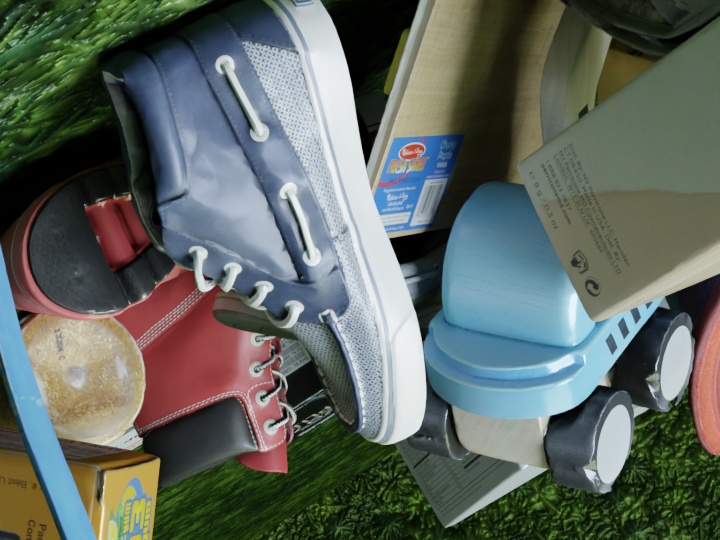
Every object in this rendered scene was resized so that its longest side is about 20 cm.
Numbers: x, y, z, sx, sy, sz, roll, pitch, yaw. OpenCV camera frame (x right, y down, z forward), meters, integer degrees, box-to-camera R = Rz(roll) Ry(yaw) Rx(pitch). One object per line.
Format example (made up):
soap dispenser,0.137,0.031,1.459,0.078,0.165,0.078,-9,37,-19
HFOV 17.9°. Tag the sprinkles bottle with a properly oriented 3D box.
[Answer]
sprinkles bottle,-0.171,0.067,1.076,0.068,0.069,0.200,-26,-179,-33

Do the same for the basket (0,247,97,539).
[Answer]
basket,-0.193,0.080,0.858,0.199,0.177,0.139,-24,169,25

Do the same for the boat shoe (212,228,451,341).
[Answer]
boat shoe,0.002,0.000,1.057,0.074,0.065,0.202,9,-173,34

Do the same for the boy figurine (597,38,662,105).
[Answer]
boy figurine,0.201,-0.101,1.081,0.199,0.065,0.124,-9,-168,43

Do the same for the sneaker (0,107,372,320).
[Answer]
sneaker,-0.084,-0.035,1.009,0.200,0.074,0.087,-25,-173,-36

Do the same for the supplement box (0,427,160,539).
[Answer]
supplement box,-0.187,0.097,0.963,0.199,0.067,0.069,9,-177,21

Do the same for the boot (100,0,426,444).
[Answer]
boot,-0.040,-0.009,0.916,0.090,0.201,0.073,-24,-159,-21

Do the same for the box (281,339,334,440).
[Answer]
box,-0.004,0.027,1.478,0.199,0.086,0.164,-33,171,4

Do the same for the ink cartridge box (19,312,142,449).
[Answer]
ink cartridge box,-0.121,0.050,1.267,0.116,0.068,0.200,-30,171,-11

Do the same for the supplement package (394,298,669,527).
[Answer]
supplement package,0.076,0.009,1.283,0.151,0.201,0.151,-28,170,-21

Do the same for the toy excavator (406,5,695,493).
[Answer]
toy excavator,0.095,-0.030,1.038,0.099,0.201,0.195,12,-140,30

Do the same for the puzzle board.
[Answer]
puzzle board,0.056,-0.092,1.036,0.200,0.017,0.151,-11,123,-65

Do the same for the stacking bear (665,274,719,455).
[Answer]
stacking bear,0.200,-0.014,1.163,0.121,0.114,0.200,-16,-149,1

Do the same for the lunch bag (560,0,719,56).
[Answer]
lunch bag,0.174,-0.171,0.936,0.163,0.118,0.200,-27,176,-15

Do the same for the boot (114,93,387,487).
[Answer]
boot,-0.039,0.016,1.124,0.200,0.145,0.072,-34,170,6

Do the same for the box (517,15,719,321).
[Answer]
box,0.162,-0.059,0.908,0.095,0.078,0.200,-19,170,-35
